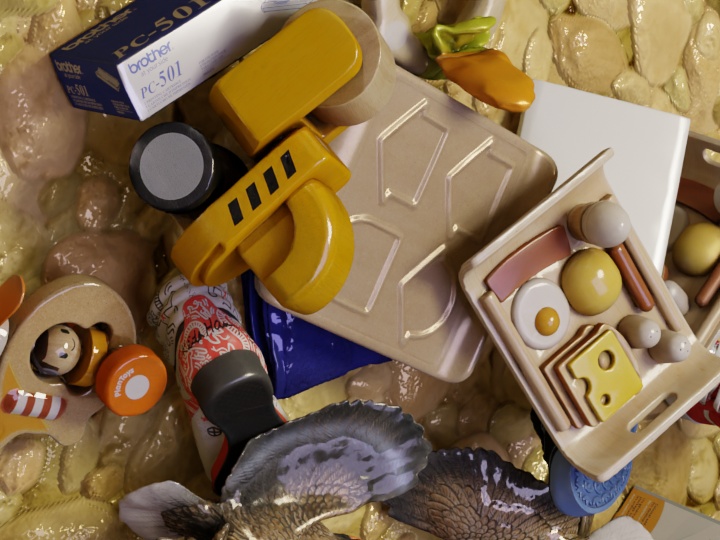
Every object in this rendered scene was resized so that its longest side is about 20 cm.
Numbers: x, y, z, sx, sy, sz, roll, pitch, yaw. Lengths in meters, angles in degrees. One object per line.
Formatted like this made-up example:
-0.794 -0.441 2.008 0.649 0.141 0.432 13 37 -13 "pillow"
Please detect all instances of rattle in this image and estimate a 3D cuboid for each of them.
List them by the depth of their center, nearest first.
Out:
0.086 -0.230 1.422 0.129 0.143 0.202 23 94 -22 "rattle"

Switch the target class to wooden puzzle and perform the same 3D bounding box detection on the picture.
0.030 -0.035 1.427 0.199 0.046 0.187 25 88 -35 "wooden puzzle"

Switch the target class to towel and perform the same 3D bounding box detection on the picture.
0.000 0.000 1.473 0.199 0.049 0.149 -16 115 -33 "towel"

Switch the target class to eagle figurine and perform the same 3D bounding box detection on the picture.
-0.057 0.179 1.390 0.200 0.151 0.152 -43 126 -47 "eagle figurine"
0.118 0.232 1.573 0.199 0.152 0.152 12 116 -45 "eagle figurine"

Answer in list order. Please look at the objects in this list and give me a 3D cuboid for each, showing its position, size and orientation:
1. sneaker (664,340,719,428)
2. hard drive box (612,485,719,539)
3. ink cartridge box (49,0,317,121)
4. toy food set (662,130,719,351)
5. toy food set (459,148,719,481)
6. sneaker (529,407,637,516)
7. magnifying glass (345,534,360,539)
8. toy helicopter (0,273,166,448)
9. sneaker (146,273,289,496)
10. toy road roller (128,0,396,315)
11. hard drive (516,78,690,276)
0.283 0.076 1.677 0.200 0.112 0.072 42 75 -38 "sneaker"
0.279 0.290 1.676 0.077 0.199 0.157 44 74 -38 "hard drive box"
-0.098 -0.169 1.311 0.199 0.094 0.045 -37 119 -26 "ink cartridge box"
0.244 -0.019 1.595 0.201 0.143 0.060 -54 136 -14 "toy food set"
0.175 0.033 1.450 0.143 0.060 0.201 -38 108 -20 "toy food set"
0.169 0.130 1.570 0.070 0.077 0.200 57 33 -18 "sneaker"
-0.020 0.301 1.503 0.022 0.080 0.202 11 71 -10 "magnifying glass"
-0.232 0.082 1.290 0.200 0.079 0.132 -45 133 -5 "toy helicopter"
-0.098 0.076 1.396 0.067 0.108 0.202 -23 154 -9 "sneaker"
-0.040 -0.063 1.298 0.200 0.146 0.123 -40 171 4 "toy road roller"
0.173 -0.036 1.540 0.131 0.027 0.202 14 78 -4 "hard drive"
